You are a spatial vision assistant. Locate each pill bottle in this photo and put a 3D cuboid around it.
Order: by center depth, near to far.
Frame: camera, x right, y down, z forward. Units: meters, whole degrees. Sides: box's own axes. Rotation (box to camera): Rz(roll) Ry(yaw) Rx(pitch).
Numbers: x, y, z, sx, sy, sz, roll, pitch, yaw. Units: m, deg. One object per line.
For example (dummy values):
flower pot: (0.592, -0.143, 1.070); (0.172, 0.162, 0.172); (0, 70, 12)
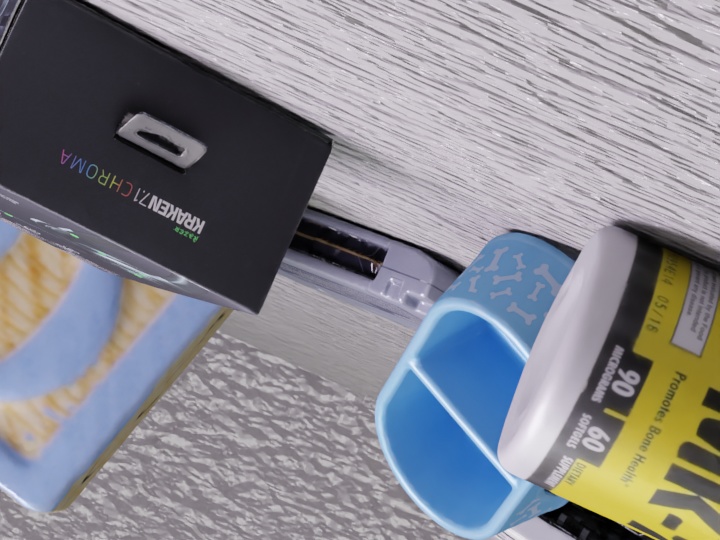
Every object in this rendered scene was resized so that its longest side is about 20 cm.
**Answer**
pill bottle: (0.168, 0.071, 1.120); (0.199, 0.115, 0.114); (24, 175, -2)

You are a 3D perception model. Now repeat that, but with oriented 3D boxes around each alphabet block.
alphabet block: (-0.193, 0.011, 1.550); (0.196, 0.195, 0.200); (42, 175, 0)

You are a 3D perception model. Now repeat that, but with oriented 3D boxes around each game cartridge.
game cartridge: (0.000, 0.000, 1.620); (0.199, 0.041, 0.133); (21, 170, 37)

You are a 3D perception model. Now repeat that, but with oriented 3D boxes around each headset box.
headset box: (-0.134, -0.063, 1.267); (0.174, 0.093, 0.200); (27, 174, -27)

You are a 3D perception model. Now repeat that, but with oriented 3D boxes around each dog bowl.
dog bowl: (0.066, 0.064, 1.316); (0.112, 0.049, 0.200); (49, 149, 13)

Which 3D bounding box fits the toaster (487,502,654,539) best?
toaster: (0.129, 0.133, 1.614); (0.200, 0.114, 0.129); (32, 175, -7)
